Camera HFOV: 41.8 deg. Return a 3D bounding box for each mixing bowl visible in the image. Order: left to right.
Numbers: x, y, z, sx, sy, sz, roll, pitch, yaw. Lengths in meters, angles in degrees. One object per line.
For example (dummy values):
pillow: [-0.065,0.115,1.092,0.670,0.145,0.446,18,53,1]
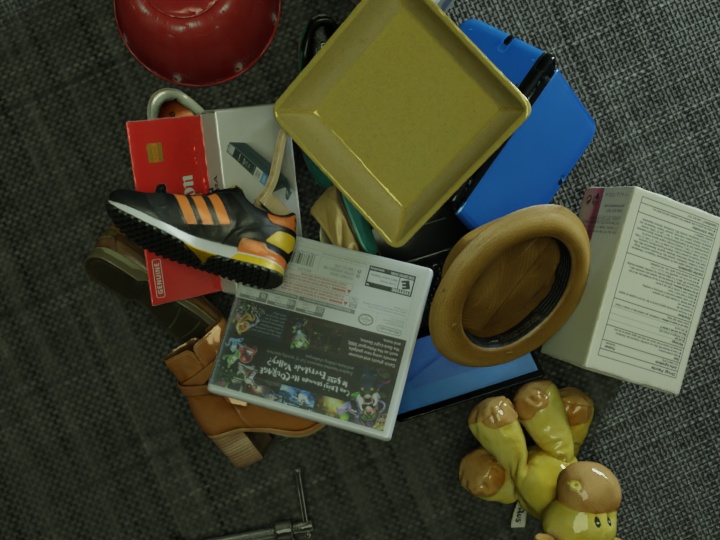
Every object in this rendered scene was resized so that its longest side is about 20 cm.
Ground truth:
mixing bowl: [-0.190,-0.316,1.059,0.197,0.108,0.203,0,90,-1]

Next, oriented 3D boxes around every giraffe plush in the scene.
giraffe plush: [0.211,0.238,1.005,0.171,0.162,0.202,-16,115,-14]

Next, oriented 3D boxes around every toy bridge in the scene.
toy bridge: [-0.051,-0.145,1.022,0.067,0.027,0.201,42,83,-23]

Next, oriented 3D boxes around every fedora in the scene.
fedora: [0.147,0.006,0.996,0.198,0.082,0.203,-14,127,-19]

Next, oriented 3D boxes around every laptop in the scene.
laptop: [0.088,0.039,1.061,0.175,0.103,0.202,-17,99,-2]

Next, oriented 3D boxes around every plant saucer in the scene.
plant saucer: [0.042,-0.162,0.955,0.200,0.048,0.200,47,110,7]

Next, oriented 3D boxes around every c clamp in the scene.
c clamp: [-0.143,0.336,1.099,0.198,0.027,0.173,-15,95,-3]

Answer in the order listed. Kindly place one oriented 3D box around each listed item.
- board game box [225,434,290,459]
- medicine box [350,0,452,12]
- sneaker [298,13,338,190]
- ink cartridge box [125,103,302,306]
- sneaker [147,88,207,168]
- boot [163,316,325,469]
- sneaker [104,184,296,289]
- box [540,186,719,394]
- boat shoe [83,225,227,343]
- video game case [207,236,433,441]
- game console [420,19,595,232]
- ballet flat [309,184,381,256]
board game box: [-0.077,0.137,1.090,0.198,0.023,0.106,-18,88,5]
medicine box: [0.021,-0.358,1.025,0.199,0.182,0.103,36,88,0]
sneaker: [-0.039,-0.190,1.073,0.070,0.080,0.203,-8,90,-4]
ink cartridge box: [-0.151,-0.072,1.025,0.175,0.045,0.203,-13,102,-33]
sneaker: [-0.175,-0.120,1.073,0.078,0.079,0.200,-41,92,-3]
boot: [-0.105,0.111,1.038,0.199,0.077,0.156,-29,101,18]
sneaker: [-0.161,-0.054,0.980,0.198,0.070,0.091,21,66,-2]
box: [0.301,0.019,1.052,0.126,0.109,0.202,17,89,-17]
boat shoe: [-0.212,0.020,1.072,0.200,0.072,0.068,40,47,-18]
video game case: [-0.041,0.063,0.985,0.198,0.023,0.184,14,76,9]
game console: [0.139,-0.144,1.048,0.170,0.118,0.201,32,80,23]
ballet flat: [0.000,0.000,1.051,0.063,0.068,0.202,-31,69,24]
